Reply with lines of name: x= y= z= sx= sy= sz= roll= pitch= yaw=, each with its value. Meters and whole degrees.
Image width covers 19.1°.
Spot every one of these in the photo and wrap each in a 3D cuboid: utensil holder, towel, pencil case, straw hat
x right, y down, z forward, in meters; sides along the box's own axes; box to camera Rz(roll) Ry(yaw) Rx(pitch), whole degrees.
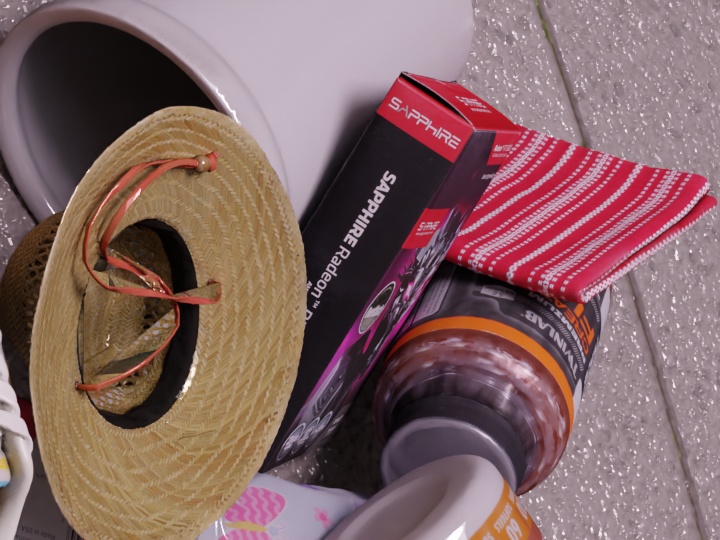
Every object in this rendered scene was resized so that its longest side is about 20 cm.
utensil holder: x=-0.057 y=-0.100 z=1.081 sx=0.170 sy=0.170 sz=0.200 roll=56 pitch=49 yaw=-10
towel: x=0.075 y=-0.044 z=1.171 sx=0.145 sy=0.200 sz=0.023 roll=-32 pitch=132 yaw=-43
pencil case: x=-0.029 y=0.143 z=1.080 sx=0.200 sy=0.083 sz=0.091 roll=19 pitch=38 yaw=-33
straw hat: x=-0.111 y=0.019 z=0.942 sx=0.201 sy=0.085 sz=0.202 roll=-26 pitch=121 yaw=-53

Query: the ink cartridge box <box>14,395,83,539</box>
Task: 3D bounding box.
ink cartridge box: x=-0.173 y=0.162 z=0.953 sx=0.145 sy=0.083 sz=0.201 roll=24 pitch=61 yaw=-31

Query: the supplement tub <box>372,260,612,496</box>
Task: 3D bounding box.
supplement tub: x=0.069 y=0.051 z=1.140 sx=0.107 sy=0.107 sz=0.200 roll=49 pitch=32 yaw=-16

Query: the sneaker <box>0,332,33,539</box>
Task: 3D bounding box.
sneaker: x=-0.166 y=0.051 z=0.852 sx=0.076 sy=0.081 sz=0.201 roll=0 pitch=94 yaw=-48

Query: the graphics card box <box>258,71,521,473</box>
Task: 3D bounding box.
graphics card box: x=0.000 y=0.000 z=1.060 sx=0.051 sy=0.200 sz=0.125 roll=35 pitch=10 yaw=10

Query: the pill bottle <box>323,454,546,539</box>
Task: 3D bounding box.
pill bottle: x=0.069 y=0.195 z=1.011 sx=0.200 sy=0.112 sz=0.112 roll=55 pitch=50 yaw=-12
